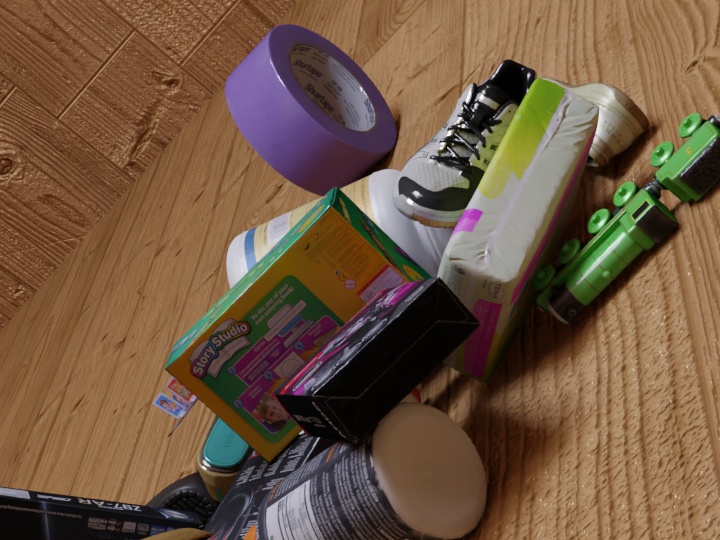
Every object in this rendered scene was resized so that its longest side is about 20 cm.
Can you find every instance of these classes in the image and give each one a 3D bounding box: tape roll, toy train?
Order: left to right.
[{"bbox_3d":[-0.058,-0.190,2.290,0.085,0.200,0.200,-44,16,27],"label":"tape roll"},{"bbox_3d":[0.205,-0.035,1.444,0.200,0.042,0.056,-48,26,15],"label":"toy train"}]

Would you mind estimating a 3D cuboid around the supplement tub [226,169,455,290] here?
[{"bbox_3d":[0.000,0.000,1.677,0.199,0.145,0.145,-24,22,14],"label":"supplement tub"}]

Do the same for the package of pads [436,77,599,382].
[{"bbox_3d":[0.119,-0.028,1.523,0.155,0.068,0.200,99,-163,-55],"label":"package of pads"}]

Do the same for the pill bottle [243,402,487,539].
[{"bbox_3d":[-0.006,0.182,1.417,0.200,0.106,0.106,-37,20,43],"label":"pill bottle"}]

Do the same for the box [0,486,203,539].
[{"bbox_3d":[-0.245,0.273,1.630,0.044,0.199,0.161,-159,80,-75],"label":"box"}]

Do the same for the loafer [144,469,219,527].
[{"bbox_3d":[-0.200,0.265,1.898,0.200,0.073,0.071,-38,9,27],"label":"loafer"}]

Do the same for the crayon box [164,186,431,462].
[{"bbox_3d":[-0.049,0.045,1.571,0.200,0.119,0.058,-44,12,15],"label":"crayon box"}]

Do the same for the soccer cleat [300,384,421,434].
[{"bbox_3d":[-0.006,0.128,1.638,0.085,0.068,0.200,-65,15,-18],"label":"soccer cleat"}]

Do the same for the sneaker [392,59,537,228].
[{"bbox_3d":[0.087,-0.110,1.593,0.200,0.075,0.088,-50,-21,-49],"label":"sneaker"}]

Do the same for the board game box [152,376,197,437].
[{"bbox_3d":[-0.139,0.068,1.868,0.158,0.039,0.200,-51,3,45],"label":"board game box"}]

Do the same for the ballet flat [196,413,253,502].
[{"bbox_3d":[-0.099,0.126,1.754,0.063,0.068,0.200,87,-157,-45],"label":"ballet flat"}]

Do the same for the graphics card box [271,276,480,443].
[{"bbox_3d":[0.007,0.067,1.411,0.125,0.051,0.200,-42,6,-9],"label":"graphics card box"}]

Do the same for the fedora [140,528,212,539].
[{"bbox_3d":[-0.193,0.265,1.488,0.200,0.082,0.201,-22,-9,-4],"label":"fedora"}]

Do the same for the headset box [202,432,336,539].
[{"bbox_3d":[-0.081,0.236,1.570,0.200,0.075,0.149,-58,16,-26],"label":"headset box"}]

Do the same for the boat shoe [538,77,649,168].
[{"bbox_3d":[0.175,-0.123,1.675,0.063,0.073,0.200,-51,15,-11],"label":"boat shoe"}]
